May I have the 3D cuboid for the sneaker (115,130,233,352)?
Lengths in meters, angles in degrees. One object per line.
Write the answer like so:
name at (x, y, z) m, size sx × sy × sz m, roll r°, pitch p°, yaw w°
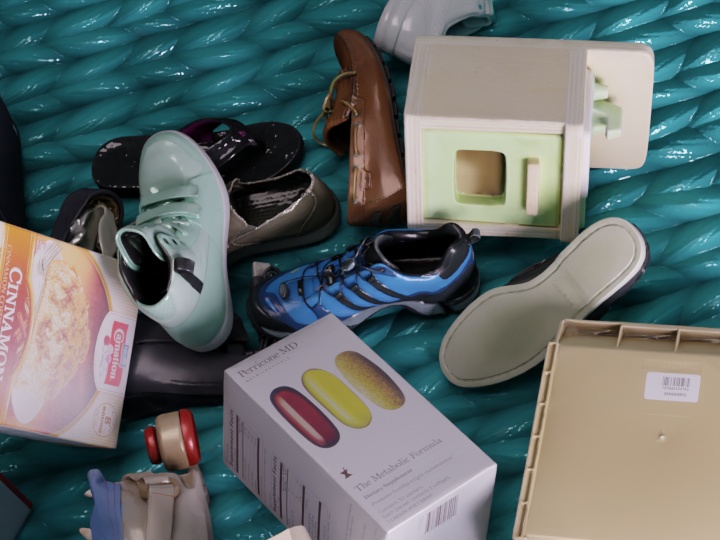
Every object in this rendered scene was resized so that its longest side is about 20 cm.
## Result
sneaker at (-0.159, -0.043, 1.625) m, size 0.073 × 0.118 × 0.202 m, roll -20°, pitch 64°, yaw 15°

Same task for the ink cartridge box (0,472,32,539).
ink cartridge box at (-0.389, 0.164, 1.613) m, size 0.199 × 0.146 × 0.083 m, roll 19°, pitch 69°, yaw 26°

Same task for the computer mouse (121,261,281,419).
computer mouse at (-0.153, 0.065, 1.670) m, size 0.198 × 0.053 × 0.139 m, roll -12°, pitch 56°, yaw 7°

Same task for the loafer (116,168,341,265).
loafer at (-0.118, -0.048, 1.716) m, size 0.199 × 0.070 × 0.076 m, roll -17°, pitch 54°, yaw -2°

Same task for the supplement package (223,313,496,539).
supplement package at (-0.005, 0.148, 1.523) m, size 0.113 × 0.110 × 0.200 m, roll -28°, pitch 52°, yaw -30°

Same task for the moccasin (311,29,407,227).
moccasin at (-0.004, -0.126, 1.747) m, size 0.077 × 0.074 × 0.203 m, roll -9°, pitch 65°, yaw -2°

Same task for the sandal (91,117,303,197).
sandal at (-0.151, -0.103, 1.781) m, size 0.199 × 0.048 × 0.076 m, roll -6°, pitch 56°, yaw 12°

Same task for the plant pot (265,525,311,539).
plant pot at (-0.077, 0.327, 1.402) m, size 0.199 × 0.200 × 0.178 m, roll -27°, pitch 64°, yaw -3°

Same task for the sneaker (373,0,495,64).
sneaker at (0.091, -0.262, 1.816) m, size 0.088 × 0.075 × 0.201 m, roll 25°, pitch 66°, yaw 8°

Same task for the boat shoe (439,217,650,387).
boat shoe at (0.153, 0.029, 1.599) m, size 0.199 × 0.066 × 0.075 m, roll -43°, pitch 70°, yaw 18°

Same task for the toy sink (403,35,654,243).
toy sink at (0.139, -0.105, 1.627) m, size 0.198 × 0.131 × 0.113 m, roll 3°, pitch 46°, yaw 6°

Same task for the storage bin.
storage bin at (0.230, 0.146, 1.488) m, size 0.198 × 0.094 × 0.200 m, roll 3°, pitch 58°, yaw 18°

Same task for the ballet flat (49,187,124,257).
ballet flat at (-0.250, 0.010, 1.718) m, size 0.072 × 0.073 × 0.201 m, roll 4°, pitch 57°, yaw 18°

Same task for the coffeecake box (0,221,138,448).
coffeecake box at (-0.272, 0.051, 1.574) m, size 0.073 × 0.200 × 0.155 m, roll 1°, pitch 79°, yaw 35°

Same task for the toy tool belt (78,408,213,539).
toy tool belt at (-0.178, 0.204, 1.545) m, size 0.122 × 0.125 × 0.201 m, roll -11°, pitch 54°, yaw -2°

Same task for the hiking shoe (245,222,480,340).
hiking shoe at (0.000, 0.000, 1.636) m, size 0.198 × 0.087 × 0.075 m, roll -12°, pitch 53°, yaw -3°

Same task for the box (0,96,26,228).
box at (-0.413, -0.081, 1.772) m, size 0.197 × 0.124 × 0.201 m, roll -18°, pitch 41°, yaw 2°
